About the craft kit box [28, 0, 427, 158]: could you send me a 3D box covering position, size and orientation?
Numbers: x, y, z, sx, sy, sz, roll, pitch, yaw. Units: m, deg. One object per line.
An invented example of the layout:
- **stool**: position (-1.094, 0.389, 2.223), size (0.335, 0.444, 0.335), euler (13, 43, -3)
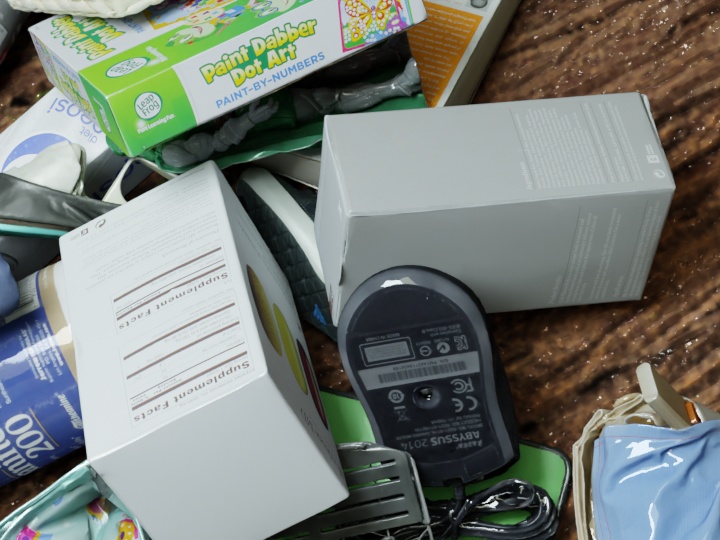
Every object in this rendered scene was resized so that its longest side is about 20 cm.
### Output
- **craft kit box**: position (-0.087, -0.150, 1.118), size (0.196, 0.049, 0.200), euler (-29, 27, -12)

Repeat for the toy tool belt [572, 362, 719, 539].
- **toy tool belt**: position (0.183, 0.160, 1.024), size (0.124, 0.123, 0.202), euler (-14, 69, 9)

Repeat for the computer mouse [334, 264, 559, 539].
- **computer mouse**: position (0.039, 0.075, 1.072), size (0.137, 0.202, 0.053), euler (-5, 30, 11)

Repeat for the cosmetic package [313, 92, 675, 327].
- **cosmetic package**: position (0.075, -0.036, 1.085), size (0.198, 0.107, 0.091), euler (-2, 50, -10)

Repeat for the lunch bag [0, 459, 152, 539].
- **lunch bag**: position (-0.168, 0.214, 1.063), size (0.121, 0.171, 0.202), euler (13, 75, 9)

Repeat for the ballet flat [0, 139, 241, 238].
- **ballet flat**: position (-0.166, -0.042, 1.157), size (0.198, 0.068, 0.069), euler (12, 86, -14)

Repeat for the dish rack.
- **dish rack**: position (-0.015, 0.204, 1.059), size (0.152, 0.055, 0.202), euler (-14, 95, 9)

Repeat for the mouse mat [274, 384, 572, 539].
- **mouse mat**: position (0.018, 0.163, 1.125), size (0.198, 0.008, 0.162), euler (13, 75, 18)

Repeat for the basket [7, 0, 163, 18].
- **basket**: position (-0.160, -0.239, 1.151), size (0.135, 0.124, 0.199), euler (-31, 24, -24)

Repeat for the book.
- **book**: position (0.013, -0.144, 1.195), size (0.133, 0.048, 0.201), euler (20, 68, 20)

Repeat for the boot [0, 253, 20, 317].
- **boot**: position (-0.268, 0.007, 1.131), size (0.090, 0.200, 0.073), euler (-17, 109, -17)

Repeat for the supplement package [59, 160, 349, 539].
- **supplement package**: position (-0.093, 0.053, 1.054), size (0.109, 0.114, 0.201), euler (-26, 39, 6)

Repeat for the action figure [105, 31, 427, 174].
- **action figure**: position (-0.061, -0.104, 1.134), size (0.198, 0.055, 0.119), euler (-16, 45, 1)

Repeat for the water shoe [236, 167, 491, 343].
- **water shoe**: position (0.000, 0.000, 1.162), size (0.079, 0.072, 0.200), euler (-28, 59, -30)

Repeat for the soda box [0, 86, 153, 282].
- **soda box**: position (-0.209, -0.060, 1.221), size (0.200, 0.068, 0.064), euler (-41, 68, -3)

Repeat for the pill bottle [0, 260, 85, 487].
- **pill bottle**: position (-0.241, 0.082, 1.157), size (0.199, 0.111, 0.112), euler (-26, 68, 4)

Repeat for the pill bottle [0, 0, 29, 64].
- **pill bottle**: position (-0.261, -0.236, 1.268), size (0.113, 0.114, 0.201), euler (24, 78, 19)
